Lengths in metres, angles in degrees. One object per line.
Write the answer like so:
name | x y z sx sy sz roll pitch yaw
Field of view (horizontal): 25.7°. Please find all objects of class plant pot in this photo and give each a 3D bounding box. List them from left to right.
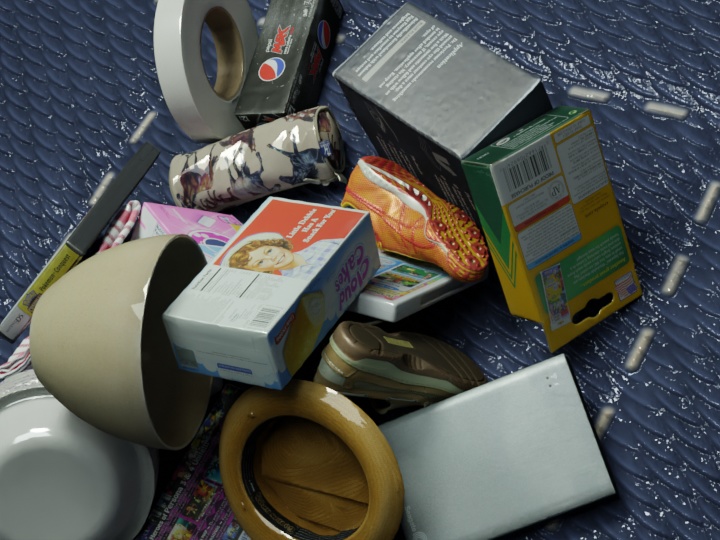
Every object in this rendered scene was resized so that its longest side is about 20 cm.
plant pot | -0.229 0.064 1.479 0.134 0.200 0.200 2 60 14

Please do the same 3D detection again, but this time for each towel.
towel | -0.306 0.021 1.671 0.146 0.030 0.200 -43 15 44

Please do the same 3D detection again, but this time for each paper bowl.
paper bowl | -0.302 0.203 1.561 0.201 0.201 0.104 -29 15 6

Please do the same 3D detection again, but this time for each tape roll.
tape roll | -0.171 -0.245 1.803 0.037 0.203 0.203 -4 58 22

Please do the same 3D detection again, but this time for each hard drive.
hard drive | 0.123 0.179 1.475 0.200 0.033 0.140 -23 69 11

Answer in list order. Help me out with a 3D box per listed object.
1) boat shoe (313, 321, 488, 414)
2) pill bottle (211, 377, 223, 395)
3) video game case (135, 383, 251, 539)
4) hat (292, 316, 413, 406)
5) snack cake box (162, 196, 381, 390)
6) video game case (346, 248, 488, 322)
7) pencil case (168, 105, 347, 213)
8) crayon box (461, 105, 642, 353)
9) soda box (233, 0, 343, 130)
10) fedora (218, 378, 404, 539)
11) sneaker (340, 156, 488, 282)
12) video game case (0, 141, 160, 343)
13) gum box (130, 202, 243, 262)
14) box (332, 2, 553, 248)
boat shoe | 0.035 0.102 1.503 0.076 0.200 0.072 -55 42 19
pill bottle | -0.252 0.128 1.652 0.200 0.114 0.114 -28 52 6
video game case | -0.107 0.227 1.569 0.181 0.036 0.200 17 67 31
hat | -0.039 0.100 1.550 0.200 0.201 0.081 -13 80 17
snack cake box | -0.079 0.017 1.468 0.115 0.067 0.200 9 39 29
video game case | 0.000 0.000 1.601 0.200 0.024 0.182 14 21 31
pencil case | -0.116 -0.114 1.768 0.200 0.078 0.090 -17 70 14
crayon box | 0.184 -0.040 1.505 0.126 0.200 0.052 -30 23 -24
soda box | -0.082 -0.246 1.848 0.071 0.063 0.200 1 59 26
fedora | -0.036 0.185 1.471 0.200 0.082 0.201 7 105 29
sneaker | 0.058 -0.040 1.599 0.200 0.073 0.077 44 122 40
video game case | -0.308 -0.032 1.729 0.181 0.025 0.200 -45 12 40
gum box | -0.156 0.003 1.667 0.200 0.113 0.066 46 120 46
box | 0.104 -0.138 1.607 0.117 0.197 0.200 -45 52 -9
